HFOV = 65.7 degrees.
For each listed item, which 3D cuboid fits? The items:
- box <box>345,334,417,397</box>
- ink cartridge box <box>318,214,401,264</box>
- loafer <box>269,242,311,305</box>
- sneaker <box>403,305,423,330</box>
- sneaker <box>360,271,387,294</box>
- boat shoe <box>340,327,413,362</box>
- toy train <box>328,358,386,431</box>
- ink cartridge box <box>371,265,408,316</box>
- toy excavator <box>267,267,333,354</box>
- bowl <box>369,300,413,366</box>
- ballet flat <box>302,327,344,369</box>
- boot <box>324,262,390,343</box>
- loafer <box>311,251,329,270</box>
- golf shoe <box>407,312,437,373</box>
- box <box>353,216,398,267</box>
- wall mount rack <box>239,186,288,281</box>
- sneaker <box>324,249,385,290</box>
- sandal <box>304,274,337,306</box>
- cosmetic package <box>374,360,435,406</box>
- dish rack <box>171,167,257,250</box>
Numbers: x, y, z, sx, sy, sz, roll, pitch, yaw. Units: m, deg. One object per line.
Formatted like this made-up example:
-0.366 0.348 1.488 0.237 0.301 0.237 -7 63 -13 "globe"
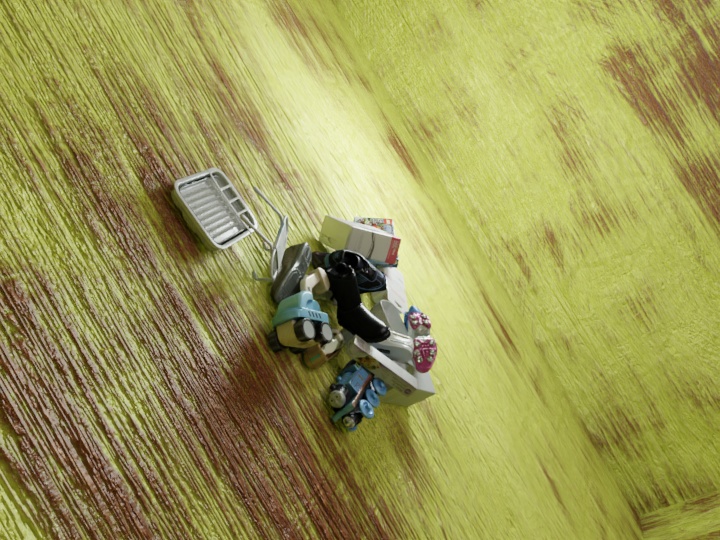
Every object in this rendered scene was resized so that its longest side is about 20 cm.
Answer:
0.051 0.231 1.340 0.199 0.039 0.042 37 25 -14 "box"
-0.002 -0.089 1.626 0.197 0.086 0.145 8 12 -40 "ink cartridge box"
-0.176 0.009 1.335 0.201 0.068 0.076 -68 150 -49 "loafer"
0.163 0.168 1.705 0.201 0.065 0.079 91 -24 -64 "sneaker"
0.014 0.031 1.592 0.199 0.110 0.075 -11 95 -66 "sneaker"
0.044 0.176 1.449 0.196 0.072 0.070 13 39 4 "boat shoe"
-0.013 0.285 1.300 0.115 0.087 0.200 49 25 0 "toy train"
0.089 0.066 1.773 0.116 0.067 0.202 42 27 -32 "ink cartridge box"
-0.124 0.078 1.257 0.193 0.099 0.204 20 55 -55 "toy excavator"
0.087 0.192 1.581 0.203 0.074 0.199 64 12 13 "bowl"
-0.070 0.179 1.330 0.069 0.063 0.200 57 23 -4 "ballet flat"
-0.013 0.075 1.367 0.073 0.197 0.165 -28 120 -29 "boot"
-0.071 -0.031 1.574 0.064 0.072 0.199 58 26 12 "loafer"
0.163 0.208 1.515 0.074 0.093 0.202 7 40 -4 "golf shoe"
0.047 -0.094 1.813 0.134 0.038 0.202 2 44 -7 "box"
-0.212 -0.080 1.253 0.202 0.073 0.176 -84 176 -52 "wall mount rack"
0.000 0.000 1.500 0.198 0.077 0.071 23 69 -33 "sneaker"
-0.092 0.046 1.456 0.201 0.049 0.084 18 78 -46 "sandal"
0.108 0.305 1.488 0.199 0.101 0.075 26 40 -53 "cosmetic package"
-0.323 -0.131 1.224 0.173 0.043 0.200 56 23 -8 "dish rack"
